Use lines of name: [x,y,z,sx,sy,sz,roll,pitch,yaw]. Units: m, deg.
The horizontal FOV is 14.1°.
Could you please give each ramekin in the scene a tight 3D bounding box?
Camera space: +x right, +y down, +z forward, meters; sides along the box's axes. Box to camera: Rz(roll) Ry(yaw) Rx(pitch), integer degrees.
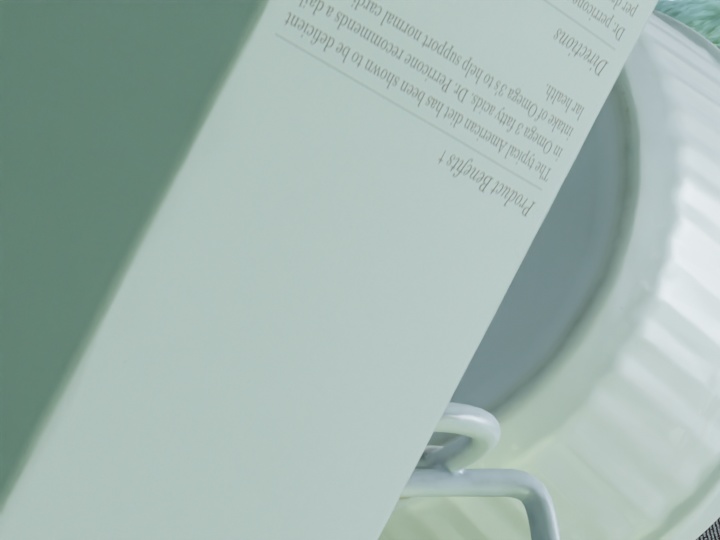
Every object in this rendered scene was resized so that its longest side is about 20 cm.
ramekin: [0.024,-0.003,0.841,0.201,0.204,0.094,-19,153,20]

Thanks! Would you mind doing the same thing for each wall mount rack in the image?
wall mount rack: [-0.049,0.091,0.732,0.173,0.075,0.200,1,161,-28]

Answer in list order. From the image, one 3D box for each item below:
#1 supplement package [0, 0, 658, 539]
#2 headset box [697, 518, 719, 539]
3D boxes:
supplement package: [-0.038,-0.032,0.599,0.117,0.201,0.117,29,-178,36]
headset box: [0.237,0.140,1.711,0.199,0.078,0.149,-12,165,-6]
